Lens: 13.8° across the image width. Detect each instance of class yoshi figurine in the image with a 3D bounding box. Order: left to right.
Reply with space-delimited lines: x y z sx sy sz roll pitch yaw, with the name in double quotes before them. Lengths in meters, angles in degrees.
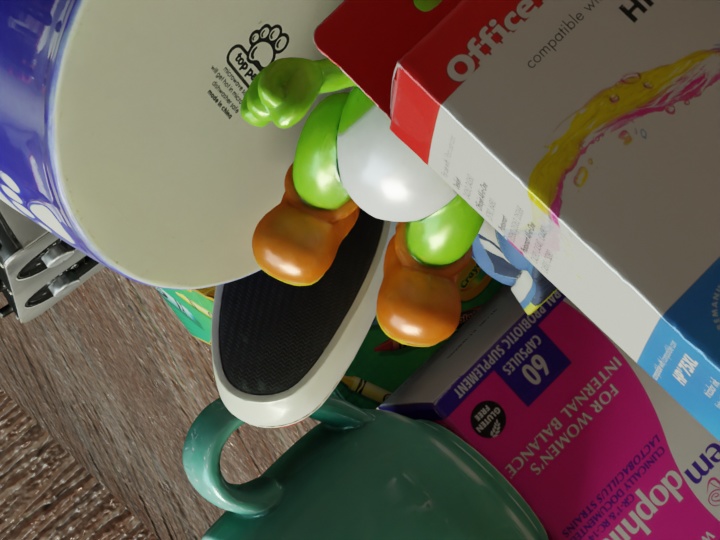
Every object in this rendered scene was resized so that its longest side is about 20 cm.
"yoshi figurine" 0.023 -0.054 1.104 0.112 0.112 0.200 58 142 30

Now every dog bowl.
"dog bowl" -0.066 -0.097 1.181 0.079 0.200 0.200 32 162 39

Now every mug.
"mug" 0.014 0.129 1.358 0.152 0.114 0.185 37 163 33

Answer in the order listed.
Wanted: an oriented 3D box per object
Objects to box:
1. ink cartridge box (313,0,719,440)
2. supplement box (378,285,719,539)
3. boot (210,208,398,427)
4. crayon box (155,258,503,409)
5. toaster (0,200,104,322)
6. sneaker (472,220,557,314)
"ink cartridge box" 0.091 -0.057 0.987 0.200 0.116 0.067 43 168 9
"supplement box" 0.120 0.103 1.425 0.200 0.101 0.103 47 166 -8
"boot" 0.000 0.000 1.311 0.072 0.201 0.144 10 154 20
"crayon box" -0.018 -0.004 1.497 0.058 0.119 0.200 53 165 -27
"toaster" -0.184 -0.089 1.542 0.200 0.118 0.181 58 170 8
"sneaker" 0.067 -0.041 1.218 0.082 0.074 0.200 47 167 7
